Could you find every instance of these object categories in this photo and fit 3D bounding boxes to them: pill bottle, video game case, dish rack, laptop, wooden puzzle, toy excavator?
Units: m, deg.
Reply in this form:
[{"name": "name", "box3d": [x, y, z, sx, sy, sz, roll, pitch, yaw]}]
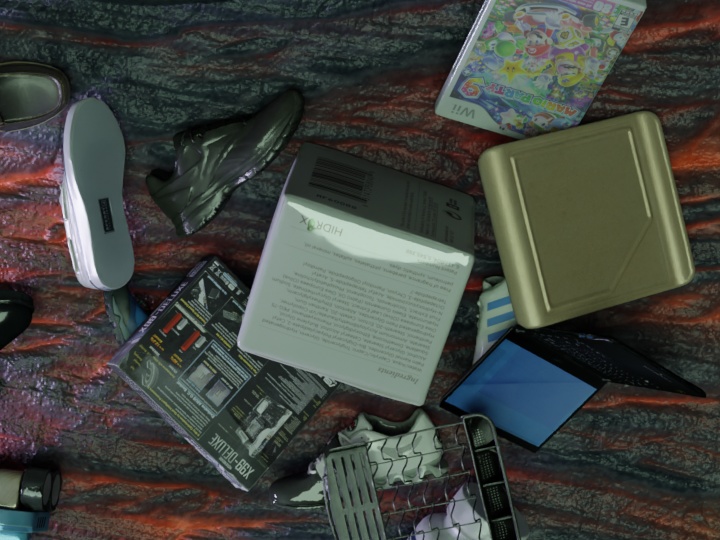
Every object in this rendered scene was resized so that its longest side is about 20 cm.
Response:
[{"name": "pill bottle", "box3d": [0.094, 0.338, 1.794, 0.120, 0.120, 0.200, 32, 108, -7]}, {"name": "video game case", "box3d": [0.173, -0.209, 1.599, 0.143, 0.018, 0.200, 15, 136, -11]}, {"name": "dish rack", "box3d": [0.060, 0.237, 1.704, 0.199, 0.055, 0.154, -13, 90, 10]}, {"name": "laptop", "box3d": [0.218, 0.132, 1.682, 0.177, 0.200, 0.104, 28, 76, -42]}, {"name": "wooden puzzle", "box3d": [0.228, -0.053, 1.650, 0.199, 0.037, 0.186, -15, 92, -16]}, {"name": "toy excavator", "box3d": [-0.398, 0.315, 1.820, 0.100, 0.194, 0.201, 8, 81, 1]}]

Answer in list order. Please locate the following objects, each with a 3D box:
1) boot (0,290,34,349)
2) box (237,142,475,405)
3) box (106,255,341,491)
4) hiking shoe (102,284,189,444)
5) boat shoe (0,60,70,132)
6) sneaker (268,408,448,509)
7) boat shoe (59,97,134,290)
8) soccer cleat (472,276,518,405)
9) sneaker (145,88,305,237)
[{"name": "boot", "box3d": [-0.423, 0.128, 1.734, 0.200, 0.076, 0.169, -22, 65, 16]}, {"name": "box", "box3d": [0.000, 0.000, 1.641, 0.199, 0.199, 0.172, 19, 110, -3]}, {"name": "box", "box3d": [-0.141, 0.109, 1.722, 0.200, 0.050, 0.158, 45, 74, -15]}, {"name": "hiking shoe", "box3d": [-0.206, 0.087, 1.762, 0.087, 0.074, 0.200, -31, 109, -5]}, {"name": "boat shoe", "box3d": [-0.398, -0.168, 1.676, 0.199, 0.073, 0.075, -8, 108, 6]}, {"name": "sneaker", "box3d": [-0.011, 0.200, 1.781, 0.199, 0.074, 0.089, -16, 107, -1]}, {"name": "boat shoe", "box3d": [-0.287, -0.078, 1.702, 0.065, 0.073, 0.201, -2, 92, 45]}, {"name": "soccer cleat", "box3d": [0.153, 0.059, 1.730, 0.086, 0.070, 0.200, 43, 125, 28]}, {"name": "sneaker", "box3d": [-0.142, -0.124, 1.678, 0.200, 0.076, 0.091, -42, 95, 13]}]
